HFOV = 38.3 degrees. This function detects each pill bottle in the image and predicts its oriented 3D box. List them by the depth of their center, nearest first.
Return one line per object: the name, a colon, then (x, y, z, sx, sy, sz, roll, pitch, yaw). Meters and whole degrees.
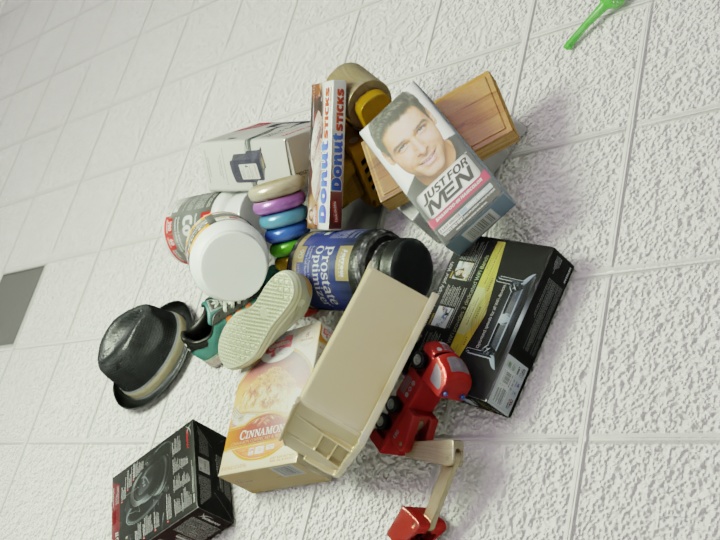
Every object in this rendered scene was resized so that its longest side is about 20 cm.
pill bottle: (0.000, 0.000, 1.414, 0.198, 0.111, 0.114, 0, 62, 46)
pill bottle: (-0.192, -0.020, 1.496, 0.117, 0.116, 0.200, -54, 15, -1)
pill bottle: (-0.227, -0.074, 1.703, 0.198, 0.113, 0.116, -6, 58, 44)

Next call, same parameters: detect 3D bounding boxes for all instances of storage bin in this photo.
storage bin: (-0.008, 0.126, 1.250, 0.202, 0.093, 0.199, -62, -2, -25)

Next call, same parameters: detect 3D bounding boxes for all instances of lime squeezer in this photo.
lime squeezer: (0.345, -0.390, 1.409, 0.203, 0.037, 0.071, -63, 8, -9)

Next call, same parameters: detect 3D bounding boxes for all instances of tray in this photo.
tray: (0.103, -0.171, 1.372, 0.198, 0.037, 0.100, -28, 61, 19)

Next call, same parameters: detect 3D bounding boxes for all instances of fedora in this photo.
fedora: (-0.369, 0.126, 1.721, 0.199, 0.091, 0.203, -26, 47, 31)

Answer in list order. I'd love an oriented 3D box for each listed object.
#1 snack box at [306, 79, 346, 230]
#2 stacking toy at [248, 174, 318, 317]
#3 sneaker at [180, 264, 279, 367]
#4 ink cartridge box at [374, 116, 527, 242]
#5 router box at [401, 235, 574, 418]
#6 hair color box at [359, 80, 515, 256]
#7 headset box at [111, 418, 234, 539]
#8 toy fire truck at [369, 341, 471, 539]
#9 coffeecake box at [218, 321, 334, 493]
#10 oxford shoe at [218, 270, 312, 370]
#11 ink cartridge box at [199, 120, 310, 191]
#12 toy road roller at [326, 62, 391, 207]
snack box: (-0.047, -0.159, 1.439, 0.072, 0.024, 0.204, 7, 96, 62)
stacking toy: (-0.099, -0.032, 1.507, 0.084, 0.204, 0.085, -14, 10, 3)
sneaker: (-0.195, 0.060, 1.598, 0.200, 0.080, 0.072, -47, 37, 10)
ink cartridge box: (0.124, -0.155, 1.433, 0.201, 0.066, 0.116, -52, 39, 4)
router box: (0.151, 0.061, 1.258, 0.156, 0.052, 0.203, 13, 73, 50)
hair color box: (0.095, -0.130, 1.308, 0.099, 0.060, 0.201, -41, 64, 12)
headset box: (-0.280, 0.335, 1.491, 0.199, 0.077, 0.150, -38, 41, 22)
toy fire truck: (0.076, 0.200, 1.188, 0.202, 0.048, 0.141, -60, 43, 18)
coffeecake box: (-0.100, 0.188, 1.413, 0.152, 0.073, 0.203, -18, 50, 38)
oxford shoe: (-0.130, 0.072, 1.433, 0.200, 0.057, 0.076, -46, 65, 32)
ink cartridge box: (-0.132, -0.182, 1.633, 0.198, 0.086, 0.144, 4, 22, 40)
toy road roller: (-0.012, -0.179, 1.491, 0.145, 0.202, 0.123, -32, 38, -9)
